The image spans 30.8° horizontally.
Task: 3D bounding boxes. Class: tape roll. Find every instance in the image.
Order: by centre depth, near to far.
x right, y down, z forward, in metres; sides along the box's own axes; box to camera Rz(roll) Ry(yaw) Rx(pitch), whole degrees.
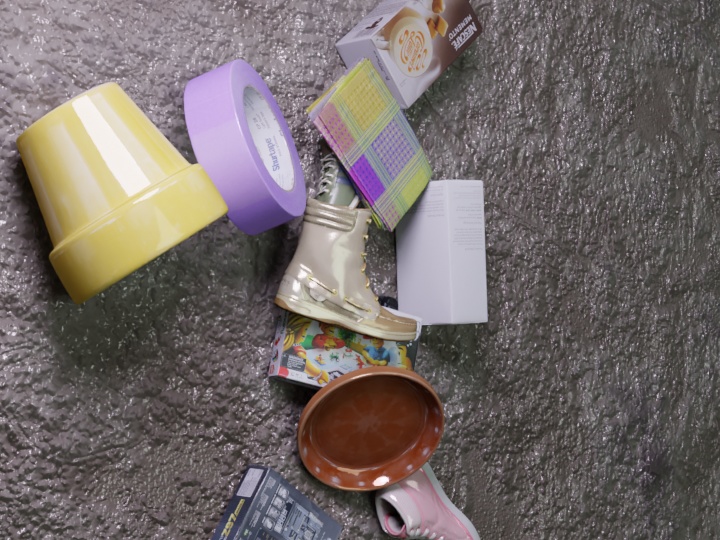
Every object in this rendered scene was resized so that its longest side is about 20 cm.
[{"bbox_3d":[-0.136,-0.148,1.575,0.200,0.065,0.202,-20,90,-76],"label":"tape roll"}]

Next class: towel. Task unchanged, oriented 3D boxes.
[{"bbox_3d":[0.017,-0.169,1.736,0.201,0.023,0.144,55,51,-23],"label":"towel"}]

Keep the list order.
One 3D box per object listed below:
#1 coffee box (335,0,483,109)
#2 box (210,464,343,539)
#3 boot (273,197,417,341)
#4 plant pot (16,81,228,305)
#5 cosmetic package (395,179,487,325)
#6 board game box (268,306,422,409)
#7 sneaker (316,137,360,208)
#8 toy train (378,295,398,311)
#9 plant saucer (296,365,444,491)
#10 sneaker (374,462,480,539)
[{"bbox_3d":[0.071,-0.325,1.832,0.200,0.079,0.115,-46,119,-33],"label":"coffee box"},{"bbox_3d":[-0.122,0.372,1.655,0.158,0.051,0.202,43,61,-33],"label":"box"},{"bbox_3d":[0.000,0.000,1.682,0.198,0.073,0.157,17,89,-18],"label":"boot"},{"bbox_3d":[-0.276,-0.093,1.443,0.200,0.200,0.190,-35,96,-37],"label":"plant pot"},{"bbox_3d":[0.113,-0.024,1.843,0.080,0.112,0.203,-4,93,-42],"label":"cosmetic package"},{"bbox_3d":[-0.017,0.101,1.732,0.198,0.035,0.128,16,75,-25],"label":"board game box"},{"bbox_3d":[-0.031,-0.136,1.749,0.090,0.067,0.201,49,58,-20],"label":"sneaker"},{"bbox_3d":[0.013,0.129,1.789,0.034,0.045,0.202,31,68,-37],"label":"toy train"},{"bbox_3d":[0.012,0.206,1.724,0.197,0.032,0.202,-7,125,-11],"label":"plant saucer"},{"bbox_3d":[0.088,0.360,1.833,0.105,0.075,0.201,-47,111,-38],"label":"sneaker"}]
